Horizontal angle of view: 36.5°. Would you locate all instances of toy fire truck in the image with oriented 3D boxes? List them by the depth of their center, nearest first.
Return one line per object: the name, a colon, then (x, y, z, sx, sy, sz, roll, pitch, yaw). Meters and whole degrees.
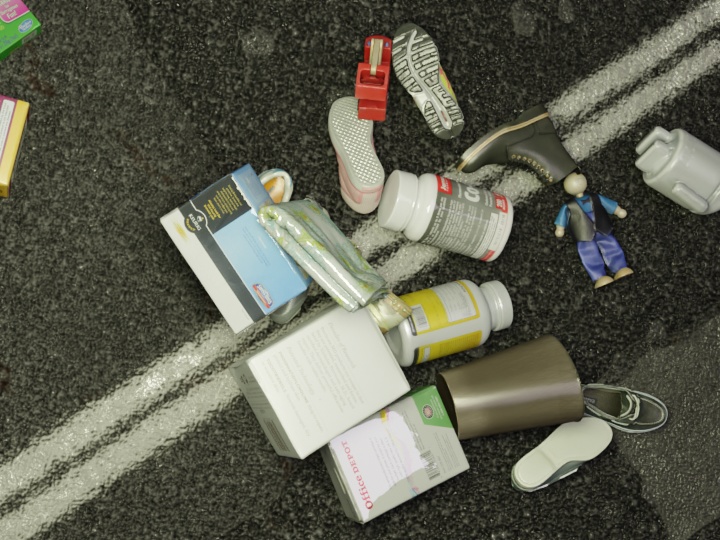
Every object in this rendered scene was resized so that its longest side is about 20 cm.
toy fire truck: (0.022, -0.316, 1.723, 0.048, 0.141, 0.201, 5, 55, 1)

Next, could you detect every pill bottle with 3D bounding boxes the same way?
pill bottle: (0.140, 0.079, 1.762, 0.199, 0.112, 0.113, -14, 88, -18)
pill bottle: (0.137, -0.093, 1.780, 0.199, 0.114, 0.115, 15, 79, -16)

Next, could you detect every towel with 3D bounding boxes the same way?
towel: (-0.046, -0.025, 1.558, 0.200, 0.171, 0.048, 45, 101, 6)

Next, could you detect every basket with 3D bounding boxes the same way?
basket: (0.233, 0.195, 1.762, 0.199, 0.180, 0.137, -13, 114, -8)

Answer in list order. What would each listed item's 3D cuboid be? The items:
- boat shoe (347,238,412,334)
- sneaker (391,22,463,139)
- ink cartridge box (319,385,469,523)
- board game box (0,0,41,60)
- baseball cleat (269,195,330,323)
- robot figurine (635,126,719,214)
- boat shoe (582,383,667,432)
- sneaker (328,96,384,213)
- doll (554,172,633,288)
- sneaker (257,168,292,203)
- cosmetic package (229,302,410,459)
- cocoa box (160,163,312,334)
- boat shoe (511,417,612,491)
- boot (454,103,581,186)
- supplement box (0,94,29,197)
boat shoe: (0.000, 0.001, 1.675, 0.063, 0.073, 0.201, -35, 86, 5)
sneaker: (0.108, -0.314, 1.812, 0.078, 0.090, 0.201, -21, 101, 9)
ink cartridge box: (0.048, 0.288, 1.722, 0.199, 0.087, 0.146, -24, 91, -20)
board game box: (-0.600, -0.397, 1.622, 0.153, 0.040, 0.200, -42, 97, -17)
baseball cleat: (-0.111, -0.022, 1.701, 0.069, 0.106, 0.201, 7, 68, 28)
robot figurine: (0.582, -0.173, 1.929, 0.199, 0.113, 0.170, 28, 48, -13)
boat shoe: (0.444, 0.236, 1.860, 0.199, 0.071, 0.073, 10, 81, -16)
sneaker: (-0.010, -0.181, 1.775, 0.075, 0.105, 0.201, -9, 57, -10)
doll: (0.406, -0.076, 1.896, 0.136, 0.048, 0.201, -21, 84, -11)
sneaker: (-0.175, -0.074, 1.696, 0.076, 0.081, 0.201, 31, 81, -13)
cosmetic package: (-0.065, 0.163, 1.658, 0.199, 0.167, 0.167, -30, 91, -19)
cocoa box: (-0.172, -0.035, 1.599, 0.131, 0.133, 0.201, -32, 97, 11)
boat shoe: (0.333, 0.310, 1.828, 0.199, 0.062, 0.073, -26, 67, -22)
boot: (0.271, -0.182, 1.843, 0.199, 0.077, 0.139, -32, 85, -17)
supplement box: (-0.591, -0.197, 1.569, 0.199, 0.103, 0.132, 15, 79, -16)
